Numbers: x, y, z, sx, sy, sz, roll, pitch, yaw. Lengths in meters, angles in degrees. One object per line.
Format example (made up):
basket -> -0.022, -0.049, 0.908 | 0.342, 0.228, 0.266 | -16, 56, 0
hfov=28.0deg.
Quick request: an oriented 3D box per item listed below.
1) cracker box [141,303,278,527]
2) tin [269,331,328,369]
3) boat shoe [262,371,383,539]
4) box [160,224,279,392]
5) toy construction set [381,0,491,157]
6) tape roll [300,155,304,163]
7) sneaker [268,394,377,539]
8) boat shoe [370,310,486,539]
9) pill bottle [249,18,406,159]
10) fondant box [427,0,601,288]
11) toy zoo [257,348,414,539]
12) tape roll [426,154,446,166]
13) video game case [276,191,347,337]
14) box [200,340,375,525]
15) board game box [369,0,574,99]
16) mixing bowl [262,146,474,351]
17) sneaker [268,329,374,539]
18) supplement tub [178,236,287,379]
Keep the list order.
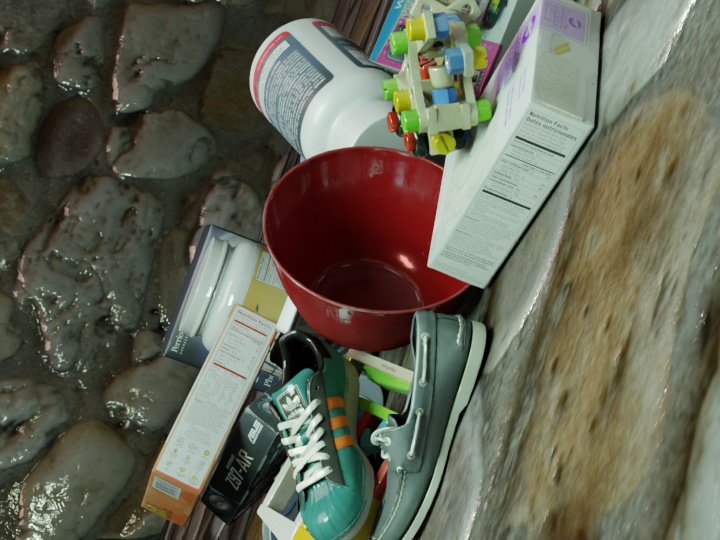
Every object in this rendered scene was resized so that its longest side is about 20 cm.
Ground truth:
cracker box -> -0.156, 0.150, 1.494 | 0.201, 0.057, 0.134 | -65, 1, -28
tin -> -0.035, 0.061, 1.580 | 0.112, 0.042, 0.200 | -52, -11, 17
boat shoe -> -0.043, 0.190, 1.470 | 0.086, 0.074, 0.204 | -136, 69, -80
box -> -0.165, 0.061, 2.097 | 0.123, 0.196, 0.202 | -172, 102, -81
toy construction set -> 0.059, -0.169, 1.197 | 0.200, 0.091, 0.133 | -82, -14, -67
tape roll -> -0.007, -0.100, 1.620 | 0.200, 0.084, 0.203 | 4, -90, -78
sneaker -> -0.039, 0.234, 1.347 | 0.147, 0.076, 0.204 | -89, 19, -63
boat shoe -> 0.039, 0.128, 1.151 | 0.073, 0.061, 0.202 | -144, 74, -79
pill bottle -> -0.020, -0.159, 1.442 | 0.200, 0.118, 0.121 | 49, 122, 47
fondant box -> 0.124, -0.105, 1.174 | 0.201, 0.058, 0.145 | 121, 166, -45
toy zoo -> -0.017, 0.170, 1.234 | 0.131, 0.020, 0.201 | 16, 73, 54
tape roll -> 0.091, -0.177, 1.508 | 0.200, 0.065, 0.203 | -159, 90, -80
video game case -> 0.000, 0.000, 1.431 | 0.199, 0.017, 0.145 | 10, -77, -59
box -> -0.073, 0.162, 1.539 | 0.200, 0.043, 0.161 | -38, -19, -47
board game box -> 0.104, -0.234, 1.335 | 0.200, 0.064, 0.149 | 30, 99, 58
mixing bowl -> 0.010, -0.004, 1.279 | 0.109, 0.197, 0.202 | 98, -177, -48
sneaker -> -0.041, 0.135, 1.200 | 0.071, 0.080, 0.201 | -33, 39, 21
supplement tub -> -0.109, 0.052, 1.770 | 0.145, 0.198, 0.146 | -160, 90, -81
